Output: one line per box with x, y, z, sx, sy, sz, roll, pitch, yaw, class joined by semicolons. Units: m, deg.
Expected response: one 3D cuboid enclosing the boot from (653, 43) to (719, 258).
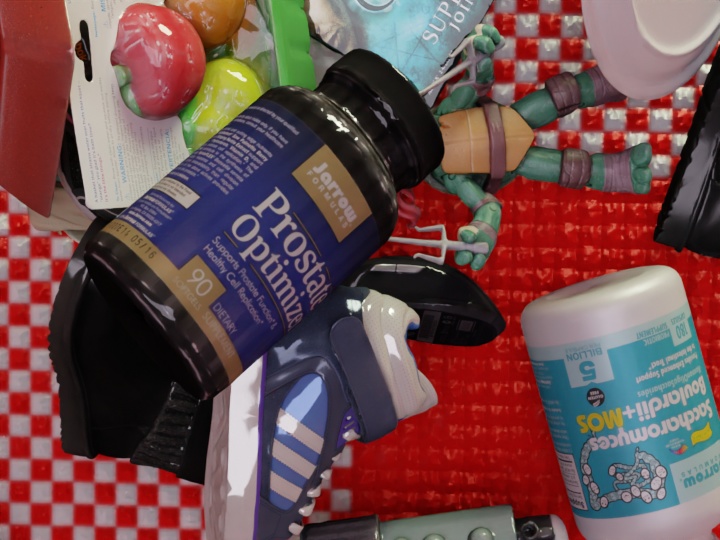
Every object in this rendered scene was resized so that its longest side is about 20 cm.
0.296;-0.073;0.921;0.160;0.073;0.201;19;102;4;boot

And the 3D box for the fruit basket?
-0.113;-0.132;0.859;0.093;0.199;0.188;-8;91;40;fruit basket

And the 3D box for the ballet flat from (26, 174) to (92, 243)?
-0.137;-0.035;0.956;0.197;0.069;0.071;12;95;4;ballet flat

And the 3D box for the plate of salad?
0.187;-0.208;0.868;0.048;0.199;0.203;20;96;41;plate of salad

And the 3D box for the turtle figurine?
0.086;-0.086;0.918;0.197;0.101;0.152;-9;103;-10;turtle figurine

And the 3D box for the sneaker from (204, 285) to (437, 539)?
-0.019;0.109;0.880;0.144;0.081;0.203;2;100;-17;sneaker

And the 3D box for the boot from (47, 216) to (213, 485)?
-0.114;0.063;0.915;0.155;0.080;0.213;14;138;5;boot

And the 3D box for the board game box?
0.042;-0.230;0.944;0.134;0.028;0.202;30;95;-1;board game box

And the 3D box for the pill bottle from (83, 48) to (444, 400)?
-0.050;-0.032;0.795;0.200;0.112;0.112;-42;92;-17;pill bottle

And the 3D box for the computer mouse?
0.000;0.000;0.917;0.197;0.141;0.047;6;68;5;computer mouse

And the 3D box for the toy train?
0.047;0.204;0.927;0.197;0.115;0.086;-7;56;3;toy train

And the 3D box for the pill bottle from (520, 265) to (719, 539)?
0.181;0.106;0.921;0.109;0.111;0.203;-16;94;4;pill bottle

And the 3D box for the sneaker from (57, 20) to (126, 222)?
-0.177;-0.121;0.900;0.079;0.087;0.202;-24;73;-10;sneaker

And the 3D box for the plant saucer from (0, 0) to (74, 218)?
-0.211;-0.161;0.838;0.036;0.200;0.203;-6;69;-19;plant saucer
